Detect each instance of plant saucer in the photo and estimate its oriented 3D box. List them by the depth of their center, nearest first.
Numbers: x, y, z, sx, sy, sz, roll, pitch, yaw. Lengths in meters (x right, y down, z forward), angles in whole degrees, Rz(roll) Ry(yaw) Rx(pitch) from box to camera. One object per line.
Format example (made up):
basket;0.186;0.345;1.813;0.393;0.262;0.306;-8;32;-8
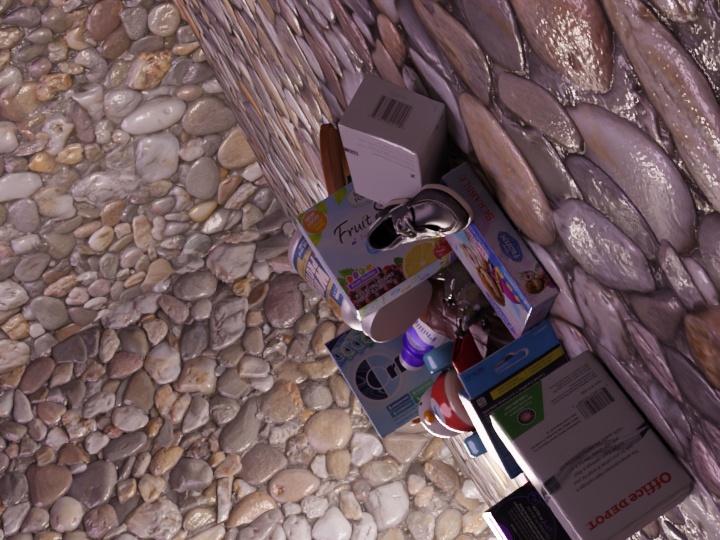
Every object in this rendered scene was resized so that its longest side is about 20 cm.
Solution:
plant saucer;-0.037;-0.174;2.060;0.200;0.032;0.200;-10;-90;-83

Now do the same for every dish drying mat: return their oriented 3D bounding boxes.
dish drying mat;0.178;0.176;1.657;0.077;0.018;0.200;-73;-34;-45

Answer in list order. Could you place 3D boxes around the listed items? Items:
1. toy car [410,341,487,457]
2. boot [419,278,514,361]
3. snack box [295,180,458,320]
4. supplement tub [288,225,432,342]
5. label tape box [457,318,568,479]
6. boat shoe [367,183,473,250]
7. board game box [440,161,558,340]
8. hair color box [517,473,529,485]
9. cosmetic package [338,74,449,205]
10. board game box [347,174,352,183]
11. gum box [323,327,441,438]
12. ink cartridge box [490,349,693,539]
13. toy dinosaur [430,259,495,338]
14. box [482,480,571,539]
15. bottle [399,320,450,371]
toy car;0.150;0.230;1.871;0.177;0.200;0.184;-14;-106;-49
boot;0.172;0.050;1.678;0.200;0.064;0.186;36;139;42
snack box;0.035;-0.054;1.586;0.169;0.200;0.068;57;174;17
supplement tub;0.000;0.000;1.707;0.200;0.145;0.145;45;168;30
label tape box;0.214;0.163;1.495;0.200;0.143;0.066;61;173;-29
boat shoe;0.070;-0.056;1.378;0.073;0.063;0.200;48;159;-15
board game box;0.170;-0.018;1.430;0.200;0.041;0.200;57;174;15
hair color box;0.268;0.249;1.646;0.200;0.111;0.064;62;172;-28
cosmetic package;0.047;-0.150;1.402;0.113;0.081;0.200;23;162;16
board game box;0.025;-0.076;1.971;0.151;0.047;0.200;-163;62;-81
gum box;0.057;0.175;2.030;0.200;0.170;0.045;58;174;-3
ink cartridge box;0.271;0.220;1.316;0.200;0.147;0.083;56;175;27
toy dinosaur;0.152;0.029;1.601;0.200;0.077;0.102;-108;17;-51
box;0.278;0.315;1.467;0.122;0.200;0.106;57;174;11
bottle;0.119;0.099;1.925;0.084;0.065;0.200;46;140;19
